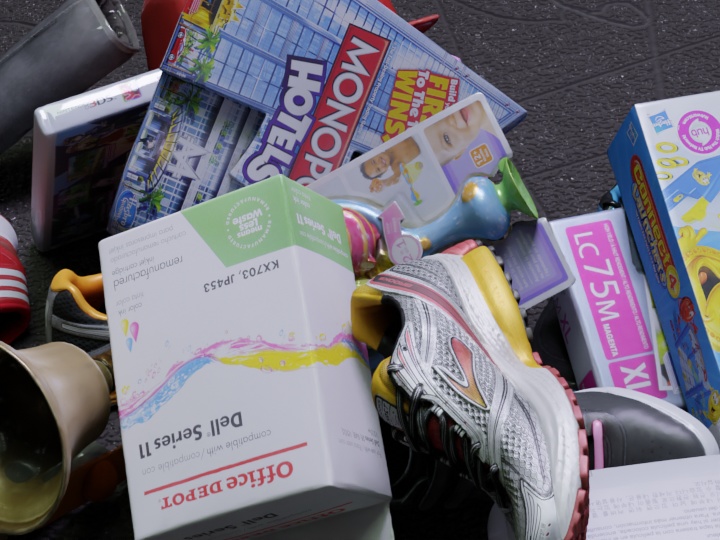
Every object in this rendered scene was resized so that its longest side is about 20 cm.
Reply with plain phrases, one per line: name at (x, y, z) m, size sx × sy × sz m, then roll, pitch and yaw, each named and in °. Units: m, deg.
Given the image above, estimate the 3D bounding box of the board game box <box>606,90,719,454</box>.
board game box at (0.254, -0.004, 1.002) m, size 0.198 × 0.056 × 0.198 m, roll -10°, pitch 68°, yaw -12°

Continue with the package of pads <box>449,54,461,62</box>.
package of pads at (-0.021, -0.065, 1.162) m, size 0.198 × 0.121 × 0.076 m, roll -16°, pitch 75°, yaw 4°

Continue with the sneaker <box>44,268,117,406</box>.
sneaker at (-0.093, 0.020, 1.123) m, size 0.198 × 0.078 × 0.078 m, roll -16°, pitch 34°, yaw -14°

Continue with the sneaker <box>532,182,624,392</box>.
sneaker at (0.145, -0.001, 1.099) m, size 0.072 × 0.083 × 0.201 m, roll 10°, pitch 40°, yaw 20°

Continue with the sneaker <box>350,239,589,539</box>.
sneaker at (0.050, 0.071, 0.885) m, size 0.081 × 0.078 × 0.201 m, roll -12°, pitch 42°, yaw -13°

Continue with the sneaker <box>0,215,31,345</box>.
sneaker at (-0.290, 0.005, 1.145) m, size 0.198 × 0.079 × 0.116 m, roll 0°, pitch 34°, yaw -28°

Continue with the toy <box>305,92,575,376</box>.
toy at (0.000, 0.000, 1.001) m, size 0.199 × 0.116 × 0.047 m, roll -28°, pitch -10°, yaw 7°

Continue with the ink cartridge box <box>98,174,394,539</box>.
ink cartridge box at (-0.056, 0.069, 0.941) m, size 0.116 × 0.067 × 0.202 m, roll -19°, pitch 69°, yaw 22°

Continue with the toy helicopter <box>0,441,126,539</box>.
toy helicopter at (-0.191, 0.125, 1.017) m, size 0.131 × 0.079 × 0.201 m, roll 6°, pitch 47°, yaw 5°

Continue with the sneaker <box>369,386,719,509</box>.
sneaker at (0.075, 0.096, 0.957) m, size 0.198 × 0.072 × 0.099 m, roll 4°, pitch 6°, yaw 27°

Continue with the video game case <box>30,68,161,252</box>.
video game case at (-0.119, -0.082, 1.193) m, size 0.181 × 0.200 × 0.023 m, roll -20°, pitch 76°, yaw -17°

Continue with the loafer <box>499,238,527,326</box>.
loafer at (0.060, 0.014, 1.114) m, size 0.072 × 0.072 × 0.200 m, roll -19°, pitch 18°, yaw 8°

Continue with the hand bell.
hand bell at (-0.133, 0.054, 1.009) m, size 0.103 × 0.105 × 0.200 m, roll 14°, pitch 23°, yaw 28°

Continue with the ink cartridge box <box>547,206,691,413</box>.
ink cartridge box at (0.206, 0.015, 1.040) m, size 0.198 × 0.042 × 0.120 m, roll -10°, pitch 69°, yaw -15°

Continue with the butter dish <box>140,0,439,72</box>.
butter dish at (-0.076, -0.186, 1.305) m, size 0.198 × 0.149 × 0.200 m, roll -20°, pitch 5°, yaw -18°

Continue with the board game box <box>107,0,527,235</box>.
board game box at (-0.018, -0.076, 1.063) m, size 0.198 × 0.202 × 0.062 m, roll 22°, pitch 1°, yaw 1°

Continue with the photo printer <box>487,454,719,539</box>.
photo printer at (0.148, 0.175, 0.861) m, size 0.164 × 0.070 × 0.201 m, roll -8°, pitch 36°, yaw 2°

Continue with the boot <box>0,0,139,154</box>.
boot at (-0.239, -0.100, 1.271) m, size 0.199 × 0.073 × 0.182 m, roll -26°, pitch 34°, yaw 8°
